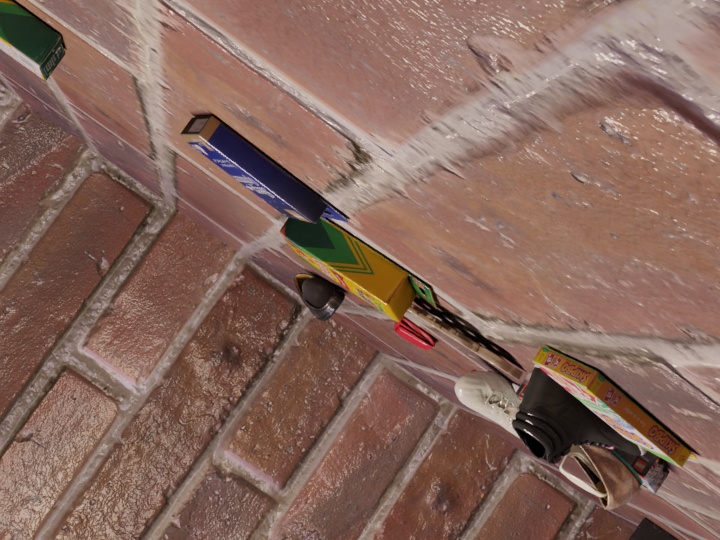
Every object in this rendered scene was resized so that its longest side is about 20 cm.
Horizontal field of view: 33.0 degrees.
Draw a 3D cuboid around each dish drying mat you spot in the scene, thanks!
[{"bbox_3d":[0.093,0.114,2.126,0.077,0.018,0.200,34,174,2],"label":"dish drying mat"}]

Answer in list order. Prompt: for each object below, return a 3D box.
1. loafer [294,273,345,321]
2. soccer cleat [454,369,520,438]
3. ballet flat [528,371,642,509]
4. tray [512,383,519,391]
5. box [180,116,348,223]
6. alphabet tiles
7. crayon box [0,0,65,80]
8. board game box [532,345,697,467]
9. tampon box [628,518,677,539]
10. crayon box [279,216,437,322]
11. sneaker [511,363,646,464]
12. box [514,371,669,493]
[{"bbox_3d":[-0.086,0.048,2.368,0.072,0.073,0.200,41,172,-16],"label":"loafer"},{"bbox_3d":[0.228,0.213,1.889,0.200,0.069,0.078,30,-163,-36],"label":"soccer cleat"},{"bbox_3d":[0.261,0.213,1.502,0.200,0.067,0.068,48,167,18],"label":"ballet flat"},{"bbox_3d":[0.308,0.228,1.809,0.107,0.022,0.200,39,173,-27],"label":"tray"},{"bbox_3d":[-0.111,-0.106,1.400,0.200,0.032,0.121,36,174,-18],"label":"box"},{"bbox_3d":[0.129,0.087,1.660,0.200,0.015,0.196,31,179,31],"label":"alphabet tiles"},{"bbox_3d":[-0.476,-0.329,1.551,0.200,0.052,0.126,35,175,-10],"label":"crayon box"},{"bbox_3d":[0.280,0.153,1.323,0.200,0.030,0.096,35,175,-31],"label":"board game box"},{"bbox_3d":[0.666,0.674,2.809,0.126,0.150,0.200,34,175,17],"label":"tampon box"},{"bbox_3d":[0.000,0.000,1.541,0.200,0.051,0.127,33,174,15],"label":"crayon box"},{"bbox_3d":[0.252,0.192,1.430,0.200,0.099,0.071,36,173,-29],"label":"sneaker"},{"bbox_3d":[0.307,0.215,1.604,0.200,0.040,0.137,32,175,26],"label":"box"}]
